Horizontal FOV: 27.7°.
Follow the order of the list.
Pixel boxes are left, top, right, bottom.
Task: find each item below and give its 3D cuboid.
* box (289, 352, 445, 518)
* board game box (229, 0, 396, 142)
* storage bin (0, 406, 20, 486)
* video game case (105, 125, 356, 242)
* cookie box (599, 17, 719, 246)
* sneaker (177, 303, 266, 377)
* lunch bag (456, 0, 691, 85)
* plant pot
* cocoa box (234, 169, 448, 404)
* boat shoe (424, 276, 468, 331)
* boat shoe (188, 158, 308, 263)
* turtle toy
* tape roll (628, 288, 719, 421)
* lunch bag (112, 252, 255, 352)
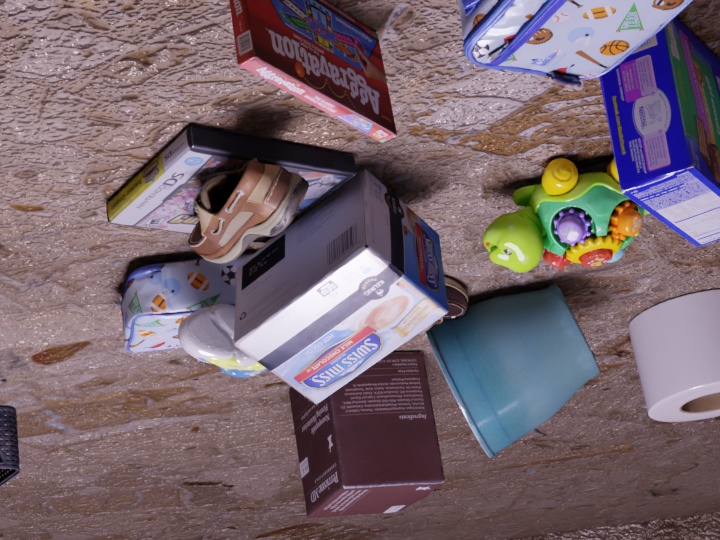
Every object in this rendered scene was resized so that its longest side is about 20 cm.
[{"bbox_3d":[0.006,0.240,2.136,0.163,0.202,0.166,1,156,-23],"label":"box"},{"bbox_3d":[-0.038,-0.182,1.193,0.019,0.104,0.199,-21,156,29],"label":"board game box"},{"bbox_3d":[-0.588,0.269,2.101,0.134,0.095,0.200,7,154,-36],"label":"storage bin"},{"bbox_3d":[-0.134,-0.084,1.504,0.198,0.026,0.180,7,153,-36],"label":"video game case"},{"bbox_3d":[0.299,-0.134,1.367,0.075,0.173,0.199,-17,158,28],"label":"cookie box"},{"bbox_3d":[-0.147,0.093,1.667,0.199,0.076,0.105,6,148,-47],"label":"sneaker"},{"bbox_3d":[0.172,-0.228,1.190,0.159,0.076,0.200,5,153,-27],"label":"lunch bag"},{"bbox_3d":[0.212,0.119,1.953,0.187,0.201,0.200,-27,156,6],"label":"plant pot"},{"bbox_3d":[-0.022,0.020,1.564,0.199,0.134,0.131,-36,123,25],"label":"cocoa box"},{"bbox_3d":[0.072,0.046,1.850,0.072,0.073,0.199,-22,156,30],"label":"boat shoe"},{"bbox_3d":[-0.125,-0.066,1.435,0.074,0.076,0.200,32,151,-20],"label":"boat shoe"},{"bbox_3d":[0.232,-0.053,1.632,0.198,0.102,0.146,-7,158,-8],"label":"turtle toy"},{"bbox_3d":[0.508,0.129,2.154,0.200,0.141,0.203,-8,159,-3],"label":"tape roll"},{"bbox_3d":[-0.192,0.041,1.729,0.198,0.076,0.160,-5,160,-15],"label":"lunch bag"}]
